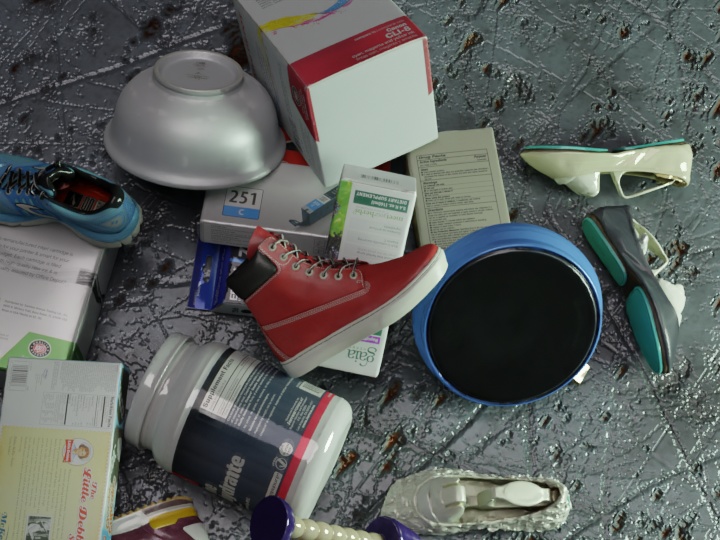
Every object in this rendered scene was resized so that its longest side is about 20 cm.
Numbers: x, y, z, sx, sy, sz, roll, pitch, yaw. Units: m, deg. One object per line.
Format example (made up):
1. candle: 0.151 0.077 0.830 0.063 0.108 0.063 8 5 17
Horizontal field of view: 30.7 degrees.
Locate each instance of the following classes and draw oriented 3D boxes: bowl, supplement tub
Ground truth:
1. bowl: -0.176 -0.176 1.413 0.200 0.091 0.202 6 36 -4
2. bowl: 0.153 0.051 1.349 0.199 0.202 0.039 -2 25 -5
3. supplement tub: -0.121 0.158 1.318 0.199 0.140 0.141 24 70 6

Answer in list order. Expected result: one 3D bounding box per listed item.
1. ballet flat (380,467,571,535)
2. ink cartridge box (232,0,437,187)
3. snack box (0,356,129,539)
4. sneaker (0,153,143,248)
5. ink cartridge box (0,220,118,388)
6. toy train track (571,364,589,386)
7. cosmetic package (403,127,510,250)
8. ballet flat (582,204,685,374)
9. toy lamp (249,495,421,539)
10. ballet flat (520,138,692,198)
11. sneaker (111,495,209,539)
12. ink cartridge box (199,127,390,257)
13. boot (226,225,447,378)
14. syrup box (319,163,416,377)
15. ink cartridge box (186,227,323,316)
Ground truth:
1. ballet flat: 0.120 0.232 1.345 0.199 0.072 0.072 -2 70 -3
2. ink cartridge box: -0.028 -0.223 1.426 0.144 0.146 0.200 -25 49 -12
3. snack box: -0.293 0.187 1.269 0.115 0.037 0.201 3 76 5
4. sneaker: -0.321 -0.089 1.336 0.199 0.090 0.079 12 67 2
5. ink cartridge box: -0.348 0.021 1.385 0.145 0.084 0.201 13 68 1
6. toy train track: 0.158 0.061 1.426 0.199 0.033 0.115 30 71 9
7. cosmetic package: 0.108 -0.051 1.429 0.105 0.071 0.201 -5 63 -2
8. ballet flat: 0.313 0.013 1.434 0.073 0.073 0.201 -20 70 -10
9. toy lamp: -0.016 0.257 1.267 0.058 0.200 0.059 -18 62 38
10. ballet flat: 0.280 -0.113 1.483 0.199 0.070 0.070 -3 70 -5
11. sneaker: -0.245 0.298 1.296 0.199 0.075 0.090 -22 67 -10
12. ink cartridge box: -0.065 -0.099 1.442 0.199 0.045 0.177 7 56 -1
13. boot: -0.027 -0.003 1.268 0.199 0.072 0.145 -31 100 15
14. syrup box: 0.000 0.000 1.344 0.078 0.081 0.201 11 105 -1
15. ink cartridge box: -0.086 0.002 1.432 0.199 0.039 0.100 5 71 0
